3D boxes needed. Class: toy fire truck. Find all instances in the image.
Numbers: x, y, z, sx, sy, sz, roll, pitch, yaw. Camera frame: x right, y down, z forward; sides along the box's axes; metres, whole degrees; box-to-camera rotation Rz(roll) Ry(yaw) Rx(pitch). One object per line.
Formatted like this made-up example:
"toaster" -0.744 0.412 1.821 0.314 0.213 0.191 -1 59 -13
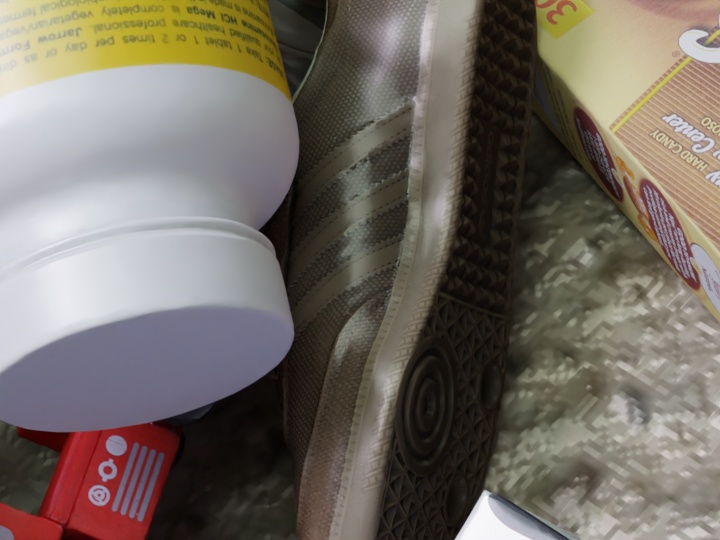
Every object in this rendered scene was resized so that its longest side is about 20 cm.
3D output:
"toy fire truck" -0.110 0.014 0.799 0.140 0.049 0.201 23 60 -6

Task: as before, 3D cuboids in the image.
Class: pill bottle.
"pill bottle" -0.080 -0.064 0.752 0.112 0.112 0.201 -17 69 7

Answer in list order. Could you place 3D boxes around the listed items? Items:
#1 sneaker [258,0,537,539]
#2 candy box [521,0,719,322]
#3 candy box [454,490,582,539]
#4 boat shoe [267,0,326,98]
"sneaker" 0.000 0.000 0.788 0.075 0.070 0.201 4 73 27
"candy box" 0.123 -0.057 0.808 0.115 0.055 0.200 -33 52 -6
"candy box" 0.071 0.172 0.599 0.199 0.071 0.168 30 88 28
"boat shoe" -0.083 -0.110 0.879 0.201 0.065 0.074 29 38 12
